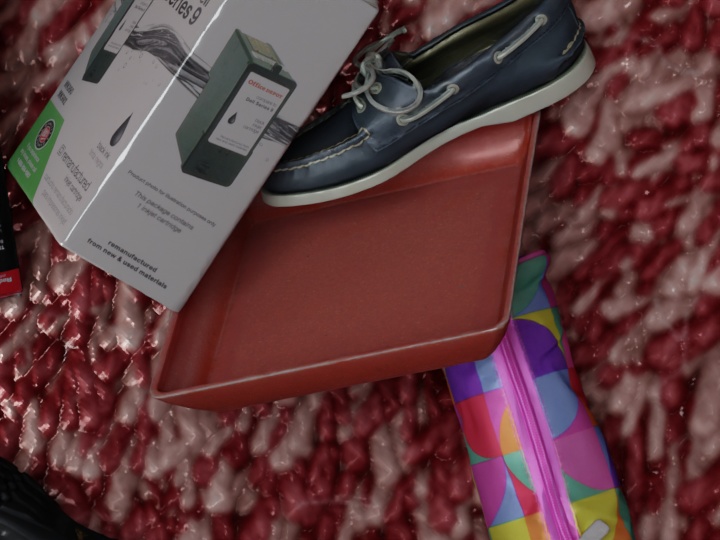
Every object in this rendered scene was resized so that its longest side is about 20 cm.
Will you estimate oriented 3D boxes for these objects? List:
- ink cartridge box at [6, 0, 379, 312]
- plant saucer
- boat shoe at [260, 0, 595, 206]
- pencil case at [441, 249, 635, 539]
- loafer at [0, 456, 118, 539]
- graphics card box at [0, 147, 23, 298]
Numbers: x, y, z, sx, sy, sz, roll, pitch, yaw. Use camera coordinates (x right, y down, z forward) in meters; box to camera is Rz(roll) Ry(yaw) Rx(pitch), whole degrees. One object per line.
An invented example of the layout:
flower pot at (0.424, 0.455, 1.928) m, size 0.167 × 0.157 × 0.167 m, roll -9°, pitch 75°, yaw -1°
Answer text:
ink cartridge box at (-0.094, -0.100, 1.559) m, size 0.084 × 0.146 × 0.200 m, roll 31°, pitch 96°, yaw -26°
plant saucer at (0.000, 0.000, 1.533) m, size 0.199 × 0.200 × 0.037 m, roll -12°, pitch 124°, yaw 18°
boat shoe at (0.029, -0.097, 1.558) m, size 0.199 × 0.075 × 0.062 m, roll -22°, pitch 120°, yaw 6°
pencil case at (0.094, 0.090, 1.547) m, size 0.088 × 0.088 × 0.201 m, roll -21°, pitch 83°, yaw 12°
loafer at (-0.190, 0.162, 1.607) m, size 0.200 × 0.068 × 0.071 m, roll 35°, pitch 106°, yaw -5°
graphics card box at (-0.265, -0.073, 1.596) m, size 0.125 × 0.051 × 0.201 m, roll -12°, pitch 112°, yaw -14°
